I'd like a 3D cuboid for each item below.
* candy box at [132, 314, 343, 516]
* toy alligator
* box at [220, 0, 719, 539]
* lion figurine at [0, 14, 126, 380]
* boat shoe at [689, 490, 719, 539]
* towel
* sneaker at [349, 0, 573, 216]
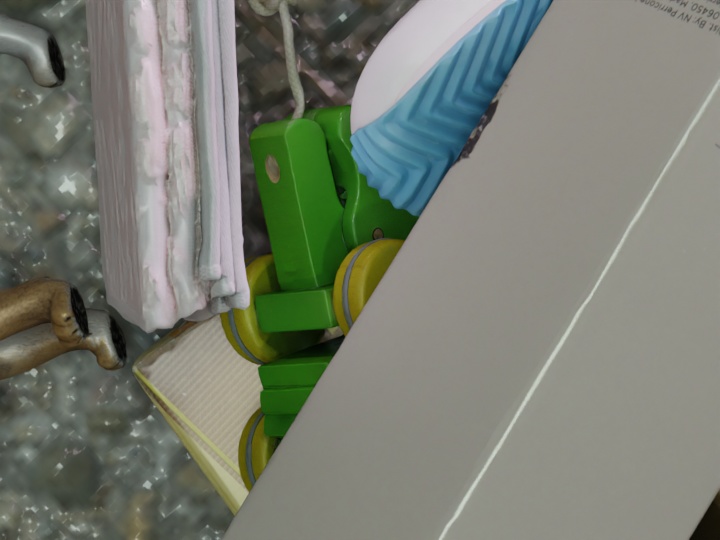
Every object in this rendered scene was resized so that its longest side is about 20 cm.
[{"bbox_3d":[0.040,0.073,0.829,0.115,0.055,0.200,-36,94,2],"label":"candy box"},{"bbox_3d":[0.000,0.000,0.774,0.054,0.059,0.201,-7,92,-41],"label":"toy alligator"},{"bbox_3d":[0.056,0.011,0.709,0.082,0.068,0.200,36,86,-42],"label":"box"},{"bbox_3d":[-0.141,-0.014,0.828,0.122,0.072,0.201,-13,80,10],"label":"lion figurine"},{"bbox_3d":[0.133,0.081,0.763,0.066,0.074,0.200,-36,74,-23],"label":"boat shoe"},{"bbox_3d":[-0.053,-0.086,0.750,0.032,0.191,0.201,-3,93,-8],"label":"towel"},{"bbox_3d":[0.064,-0.086,0.777,0.200,0.081,0.077,-41,135,-25],"label":"sneaker"}]
